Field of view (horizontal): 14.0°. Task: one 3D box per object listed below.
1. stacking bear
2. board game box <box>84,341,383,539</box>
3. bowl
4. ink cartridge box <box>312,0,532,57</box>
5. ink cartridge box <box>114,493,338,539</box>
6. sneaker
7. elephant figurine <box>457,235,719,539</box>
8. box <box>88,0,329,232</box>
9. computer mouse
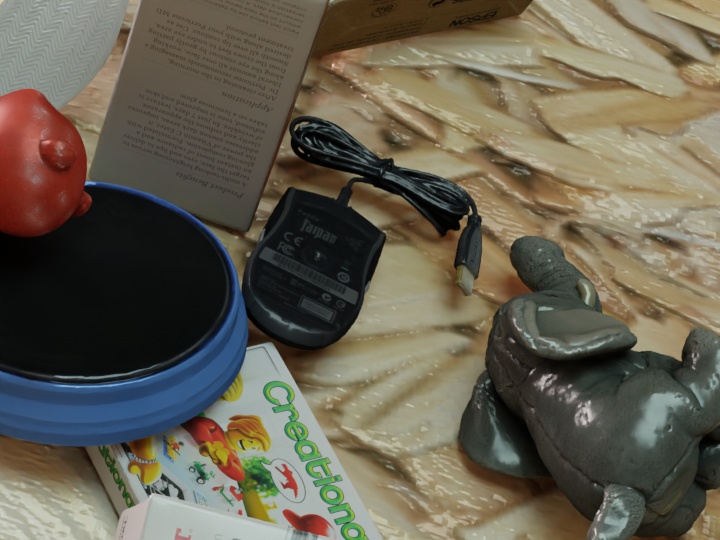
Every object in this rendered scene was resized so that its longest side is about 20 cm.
[{"bbox_3d":[-0.249,-0.064,1.642,0.198,0.122,0.114,5,57,9],"label":"stacking bear"},{"bbox_3d":[-0.064,0.136,1.631,0.126,0.035,0.201,-12,56,-29],"label":"board game box"},{"bbox_3d":[-0.161,0.018,1.663,0.199,0.040,0.201,5,39,-4],"label":"bowl"},{"bbox_3d":[0.012,-0.239,1.949,0.199,0.075,0.166,-13,68,-32],"label":"ink cartridge box"},{"bbox_3d":[-0.038,0.210,1.504,0.199,0.083,0.146,15,76,-10],"label":"ink cartridge box"},{"bbox_3d":[-0.187,-0.169,1.836,0.074,0.115,0.201,37,78,-16],"label":"sneaker"},{"bbox_3d":[0.121,0.067,1.724,0.199,0.155,0.142,33,88,23],"label":"elephant figurine"},{"bbox_3d":[-0.077,-0.154,1.771,0.106,0.201,0.153,19,45,-3],"label":"box"},{"bbox_3d":[0.000,0.000,1.779,0.140,0.046,0.201,23,40,-7],"label":"computer mouse"}]
